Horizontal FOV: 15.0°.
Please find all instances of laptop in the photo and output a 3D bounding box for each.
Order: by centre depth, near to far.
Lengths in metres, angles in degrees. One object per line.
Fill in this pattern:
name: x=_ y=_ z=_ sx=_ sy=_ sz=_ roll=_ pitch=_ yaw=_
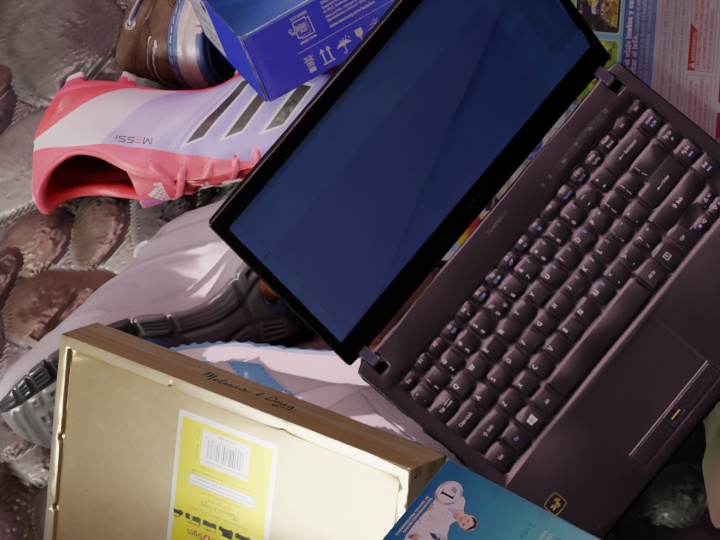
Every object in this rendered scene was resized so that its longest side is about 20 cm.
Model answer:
laptop: x=0.072 y=-0.014 z=1.114 sx=0.200 sy=0.103 sz=0.177 roll=40 pitch=85 yaw=7

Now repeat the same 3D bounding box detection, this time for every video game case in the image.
video game case: x=0.110 y=-0.068 z=1.188 sx=0.199 sy=0.144 sz=0.018 roll=6 pitch=11 yaw=15

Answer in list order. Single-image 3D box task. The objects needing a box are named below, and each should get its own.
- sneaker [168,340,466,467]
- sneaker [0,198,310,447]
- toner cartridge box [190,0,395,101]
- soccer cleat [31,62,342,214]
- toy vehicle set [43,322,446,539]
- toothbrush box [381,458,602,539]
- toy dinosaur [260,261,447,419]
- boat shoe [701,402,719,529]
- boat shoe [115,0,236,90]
sneaker: x=-0.041 y=0.085 z=1.251 sx=0.199 sy=0.077 sz=0.081 roll=-3 pitch=52 yaw=21
sneaker: x=-0.091 y=0.020 z=1.339 sx=0.200 sy=0.075 sz=0.087 roll=-30 pitch=35 yaw=-14
toner cartridge box: x=0.015 y=-0.166 z=1.378 sx=0.200 sy=0.043 sz=0.095 roll=-30 pitch=36 yaw=-8
soccer cleat: x=-0.078 y=-0.064 z=1.399 sx=0.199 sy=0.067 sz=0.077 roll=0 pitch=58 yaw=24
toy vehicle set: x=-0.056 y=0.111 z=1.208 sx=0.200 sy=0.125 sz=0.026 roll=19 pitch=21 yaw=32
toothbrush box: x=0.102 y=0.181 z=1.069 sx=0.200 sy=0.147 sz=0.085 roll=25 pitch=64 yaw=34
toy dinosaur: x=0.000 y=0.000 z=1.250 sx=0.106 sy=0.061 sz=0.200 roll=6 pitch=20 yaw=16
boat shoe: x=0.188 y=0.045 z=1.210 sx=0.063 sy=0.074 sz=0.202 roll=17 pitch=39 yaw=-11
boat shoe: x=-0.082 y=-0.188 z=1.495 sx=0.072 sy=0.072 sz=0.200 roll=4 pitch=53 yaw=25
